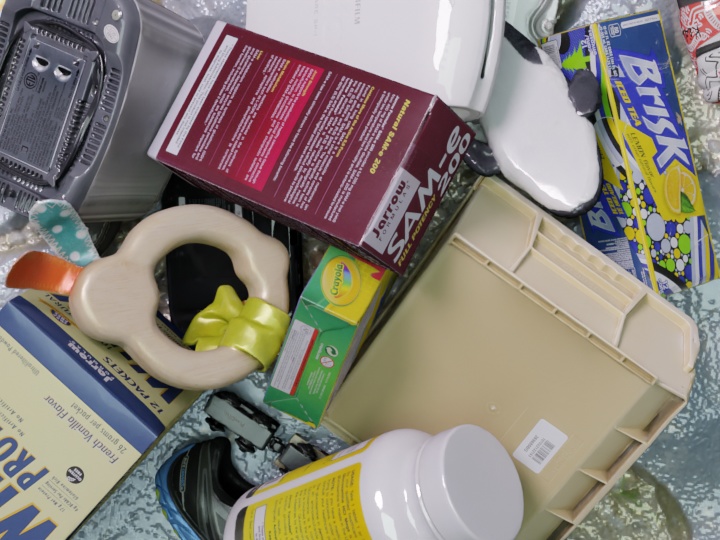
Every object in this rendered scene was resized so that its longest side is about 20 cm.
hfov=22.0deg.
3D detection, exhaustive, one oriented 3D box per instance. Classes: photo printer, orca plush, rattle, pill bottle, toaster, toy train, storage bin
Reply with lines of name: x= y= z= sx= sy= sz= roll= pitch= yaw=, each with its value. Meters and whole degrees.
photo printer: x=0.012 y=-0.175 z=1.291 sx=0.200 sy=0.069 sz=0.167 roll=-3 pitch=81 yaw=38
orca plush: x=0.106 y=-0.112 z=1.311 sx=0.200 sy=0.071 sz=0.105 roll=41 pitch=87 yaw=20
rattle: x=-0.157 y=0.014 z=1.270 sx=0.199 sy=0.143 sz=0.131 roll=4 pitch=97 yaw=-22
pill bottle: x=0.010 y=0.176 z=1.275 sx=0.200 sy=0.112 sz=0.113 roll=-26 pitch=93 yaw=37
toaster: x=-0.187 y=-0.109 z=1.271 sx=0.113 sy=0.129 sz=0.201 roll=23 pitch=99 yaw=24
toy train: x=-0.031 y=0.152 z=1.387 sx=0.200 sy=0.046 sz=0.034 roll=35 pitch=95 yaw=2
storage bin: x=0.105 y=0.075 z=1.307 sx=0.198 sy=0.094 sz=0.200 roll=35 pitch=123 yaw=0

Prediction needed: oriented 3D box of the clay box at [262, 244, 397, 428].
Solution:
clay box: x=0.000 y=0.000 z=1.288 sx=0.047 sy=0.200 sz=0.115 roll=24 pitch=135 yaw=3

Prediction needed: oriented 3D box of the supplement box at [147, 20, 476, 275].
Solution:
supplement box: x=-0.035 y=-0.084 z=1.220 sx=0.200 sy=0.061 sz=0.109 roll=24 pitch=84 yaw=37

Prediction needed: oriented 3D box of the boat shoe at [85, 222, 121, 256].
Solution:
boat shoe: x=-0.199 y=-0.104 z=1.371 sx=0.067 sy=0.057 sz=0.201 roll=11 pitch=95 yaw=3

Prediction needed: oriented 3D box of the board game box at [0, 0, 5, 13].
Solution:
board game box: x=-0.266 y=-0.180 z=1.347 sx=0.103 sy=0.105 sz=0.201 roll=17 pitch=95 yaw=3

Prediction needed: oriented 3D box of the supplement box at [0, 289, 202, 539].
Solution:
supplement box: x=-0.228 y=0.116 z=1.308 sx=0.134 sy=0.200 sz=0.200 roll=42 pitch=103 yaw=-1

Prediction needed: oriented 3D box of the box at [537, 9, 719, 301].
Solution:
box: x=0.193 y=-0.081 z=1.331 sx=0.070 sy=0.064 sz=0.201 roll=-17 pitch=96 yaw=-35

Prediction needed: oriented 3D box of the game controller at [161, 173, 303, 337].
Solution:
game controller: x=-0.097 y=-0.040 z=1.385 sx=0.104 sy=0.042 sz=0.201 roll=-1 pitch=94 yaw=18

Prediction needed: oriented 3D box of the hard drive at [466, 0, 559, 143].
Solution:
hard drive: x=0.076 y=-0.197 z=1.358 sx=0.139 sy=0.038 sz=0.201 roll=11 pitch=96 yaw=3

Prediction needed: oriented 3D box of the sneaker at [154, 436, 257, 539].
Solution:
sneaker: x=-0.071 y=0.210 z=1.380 sx=0.083 sy=0.071 sz=0.200 roll=-38 pitch=88 yaw=12

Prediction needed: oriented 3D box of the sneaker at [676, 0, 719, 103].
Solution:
sneaker: x=0.332 y=-0.179 z=1.329 sx=0.201 sy=0.067 sz=0.108 roll=-12 pitch=94 yaw=8
